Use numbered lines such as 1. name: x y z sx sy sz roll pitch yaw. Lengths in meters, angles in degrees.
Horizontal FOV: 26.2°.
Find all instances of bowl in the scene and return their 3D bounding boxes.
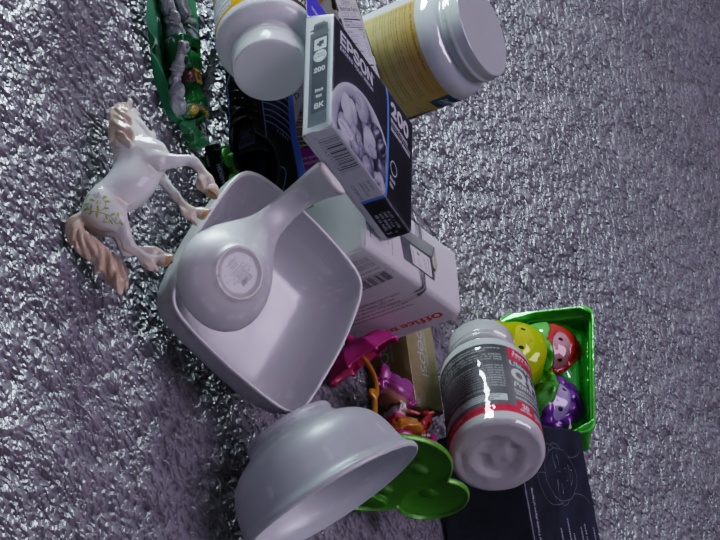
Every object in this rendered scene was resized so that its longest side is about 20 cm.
1. bowl: -0.050 0.191 1.517 0.091 0.201 0.201 56 25 17
2. bowl: -0.108 0.026 1.549 0.200 0.074 0.201 45 53 -23

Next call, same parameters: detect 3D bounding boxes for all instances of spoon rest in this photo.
1. spoon rest: -0.099 -0.024 1.496 0.200 0.060 0.100 -46 106 -27

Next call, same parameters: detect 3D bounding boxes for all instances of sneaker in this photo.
1. sneaker: -0.114 -0.170 1.705 0.078 0.070 0.202 -13 85 -66

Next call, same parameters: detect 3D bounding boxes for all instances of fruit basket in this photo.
1. fruit basket: 0.237 0.130 2.088 0.215 0.154 0.218 -6 90 -75

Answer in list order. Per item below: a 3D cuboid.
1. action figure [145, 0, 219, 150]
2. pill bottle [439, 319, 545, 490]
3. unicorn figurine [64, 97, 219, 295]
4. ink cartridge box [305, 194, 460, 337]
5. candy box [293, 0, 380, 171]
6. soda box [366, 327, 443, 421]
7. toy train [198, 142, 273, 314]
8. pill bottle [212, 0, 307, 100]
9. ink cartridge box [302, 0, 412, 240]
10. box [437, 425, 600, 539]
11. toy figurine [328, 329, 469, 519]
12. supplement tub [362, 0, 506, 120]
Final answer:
1. action figure: -0.185 -0.224 1.633 0.118 0.054 0.202 6 73 -62
2. pill bottle: 0.149 0.150 1.804 0.111 0.110 0.201 52 19 -31
3. unicorn figurine: -0.208 -0.082 1.463 0.137 0.074 0.200 35 47 -2
4. ink cartridge box: 0.000 0.000 1.727 0.200 0.144 0.085 35 44 -48
5. candy box: -0.046 -0.203 1.773 0.061 0.135 0.202 -11 83 -62
6. soda box: 0.044 0.078 1.845 0.068 0.064 0.202 22 55 -55
7. toy train: -0.126 -0.038 1.642 0.056 0.041 0.202 -2 75 -70
8. pill bottle: -0.102 -0.271 1.645 0.109 0.109 0.201 46 24 -38
9. ink cartridge box: -0.001 -0.167 1.605 0.198 0.043 0.202 50 32 -50
10. box: 0.199 0.301 1.927 0.196 0.123 0.202 17 60 -58
11. toy figurine: 0.034 0.157 1.713 0.199 0.150 0.185 31 39 -38
12. supplement tub: 0.068 -0.268 1.942 0.144 0.199 0.146 36 45 -46
